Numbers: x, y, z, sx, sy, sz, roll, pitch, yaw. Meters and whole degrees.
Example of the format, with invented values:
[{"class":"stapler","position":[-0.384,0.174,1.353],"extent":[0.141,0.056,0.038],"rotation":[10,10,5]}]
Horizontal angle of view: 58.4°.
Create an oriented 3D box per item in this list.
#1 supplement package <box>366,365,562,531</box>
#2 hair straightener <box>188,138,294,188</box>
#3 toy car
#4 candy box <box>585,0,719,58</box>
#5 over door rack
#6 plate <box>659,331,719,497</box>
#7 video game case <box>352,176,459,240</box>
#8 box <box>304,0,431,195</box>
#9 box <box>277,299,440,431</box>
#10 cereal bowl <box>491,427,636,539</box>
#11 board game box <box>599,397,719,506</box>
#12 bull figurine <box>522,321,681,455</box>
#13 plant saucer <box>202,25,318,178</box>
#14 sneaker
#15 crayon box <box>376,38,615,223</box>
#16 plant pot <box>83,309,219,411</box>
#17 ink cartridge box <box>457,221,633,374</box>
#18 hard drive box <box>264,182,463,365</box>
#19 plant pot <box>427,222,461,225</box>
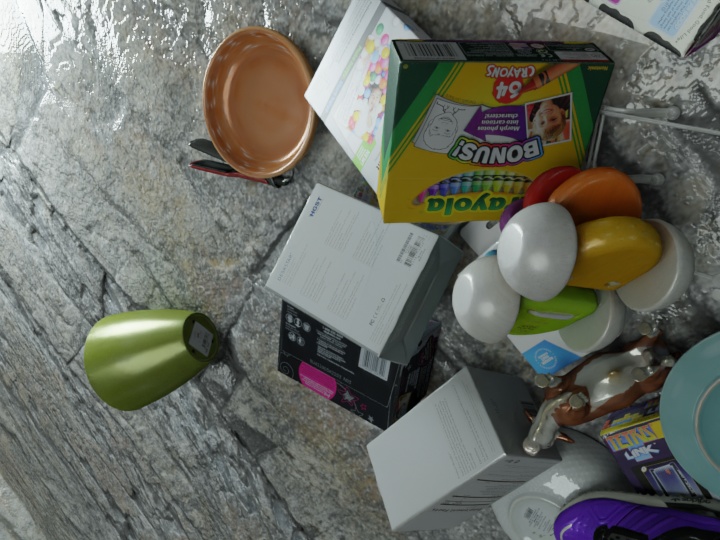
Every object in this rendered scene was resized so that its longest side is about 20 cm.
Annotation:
[{"class":"supplement package","position":[0.125,0.232,0.819],"extent":[0.200,0.120,0.121],"rotation":[-45,47,30]},{"class":"hair straightener","position":[-0.179,-0.171,0.963],"extent":[0.200,0.041,0.077],"rotation":[20,123,29]},{"class":"toy car","position":[0.186,-0.017,0.607],"extent":[0.200,0.174,0.150],"rotation":[124,147,-52]},{"class":"candy box","position":[0.220,-0.264,0.549],"extent":[0.200,0.136,0.061],"rotation":[39,131,17]},{"class":"over door rack","position":[0.294,-0.075,0.618],"extent":[0.200,0.066,0.148],"rotation":[33,131,47]},{"class":"plate","position":[0.393,0.147,0.611],"extent":[0.200,0.026,0.201],"rotation":[8,108,25]},{"class":"video game case","position":[0.056,-0.078,0.843],"extent":[0.143,0.018,0.200],"rotation":[43,130,14]},{"class":"box","position":[0.023,-0.204,0.729],"extent":[0.156,0.041,0.200],"rotation":[-56,51,31]},{"class":"box","position":[-0.005,0.107,0.914],"extent":[0.200,0.115,0.133],"rotation":[23,122,26]},{"class":"cereal bowl","position":[0.253,0.308,0.834],"extent":[0.200,0.083,0.201],"rotation":[17,121,30]},{"class":"board game box","position":[0.393,0.207,0.695],"extent":[0.200,0.057,0.166],"rotation":[-34,87,42]},{"class":"bull figurine","position":[0.251,0.128,0.697],"extent":[0.200,0.121,0.065],"rotation":[-34,61,8]},{"class":"plant saucer","position":[-0.134,-0.229,0.888],"extent":[0.200,0.037,0.201],"rotation":[9,107,30]},{"class":"sneaker","position":[0.299,0.294,0.693],"extent":[0.200,0.099,0.070],"rotation":[-15,102,33]},{"class":"crayon box","position":[0.123,-0.133,0.637],"extent":[0.199,0.058,0.173],"rotation":[-2,130,-7]},{"class":"plant pot","position":[-0.364,0.146,1.186],"extent":[0.199,0.187,0.188],"rotation":[-19,99,26]},{"class":"ink cartridge box","position":[0.197,0.011,0.744],"extent":[0.200,0.067,0.116],"rotation":[51,132,7]},{"class":"hard drive box","position":[0.000,0.000,0.796],"extent":[0.200,0.077,0.156],"rotation":[28,91,34]},{"class":"plant pot","position":[0.094,-0.153,0.754],"extent":[0.199,0.027,0.201],"rotation":[8,107,28]}]
